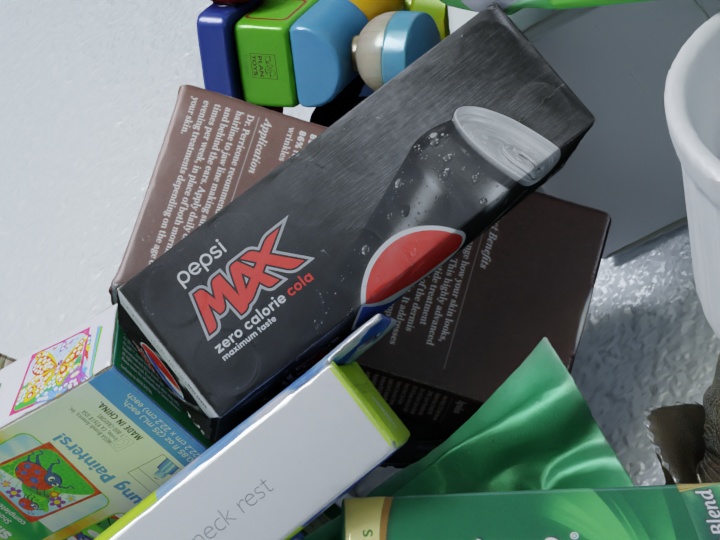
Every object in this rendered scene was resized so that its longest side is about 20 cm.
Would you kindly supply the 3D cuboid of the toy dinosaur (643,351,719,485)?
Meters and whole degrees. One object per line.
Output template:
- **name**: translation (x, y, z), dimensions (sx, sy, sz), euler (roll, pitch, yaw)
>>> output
- **toy dinosaur**: translation (0.181, 0.037, 0.805), dimensions (0.102, 0.077, 0.201), euler (26, 79, 41)

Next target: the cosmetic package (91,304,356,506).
- **cosmetic package**: translation (-0.088, 0.077, 1.060), dimensions (0.150, 0.052, 0.201), euler (-35, 37, 18)

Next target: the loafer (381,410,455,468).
- **loafer**: translation (-0.013, 0.048, 0.939), dimensions (0.199, 0.071, 0.068), euler (2, 39, 10)

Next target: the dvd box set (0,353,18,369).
- **dvd box set**: translation (-0.204, 0.147, 1.072), dimensions (0.146, 0.029, 0.201), euler (12, 78, 61)

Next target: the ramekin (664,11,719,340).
- **ramekin**: translation (0.215, -0.029, 0.755), dimensions (0.199, 0.098, 0.201), euler (-5, 35, 4)

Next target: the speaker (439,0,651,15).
- **speaker**: translation (0.120, -0.150, 0.803), dimensions (0.199, 0.089, 0.089), euler (-1, 53, 32)

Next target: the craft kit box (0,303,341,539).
- **craft kit box**: translation (-0.123, 0.127, 0.919), dimensions (0.197, 0.200, 0.049), euler (-29, 36, 20)

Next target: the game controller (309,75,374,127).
- **game controller**: translation (0.040, -0.104, 1.047), dimensions (0.103, 0.042, 0.200), euler (5, 26, 10)

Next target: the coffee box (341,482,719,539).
- **coffee box**: translation (0.092, 0.140, 0.719), dimensions (0.198, 0.044, 0.124), euler (-1, 58, 2)

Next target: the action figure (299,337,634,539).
- **action figure**: translation (0.018, 0.128, 0.798), dimensions (0.199, 0.055, 0.119), euler (-29, 63, 1)

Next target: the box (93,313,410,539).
- **box**: translation (-0.055, 0.096, 0.781), dimensions (0.200, 0.048, 0.122), euler (-38, -4, 1)

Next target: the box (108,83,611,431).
- **box**: translation (0.000, 0.000, 0.886), dimensions (0.075, 0.199, 0.101), euler (101, -173, -73)

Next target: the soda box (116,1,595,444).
- **soda box**: translation (-0.002, -0.019, 0.821), dimensions (0.200, 0.071, 0.063), euler (-39, -8, -13)

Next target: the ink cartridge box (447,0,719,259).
- **ink cartridge box**: translation (0.133, -0.140, 0.967), dimensions (0.144, 0.145, 0.201), euler (-27, 38, 22)

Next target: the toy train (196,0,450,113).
- **toy train**: translation (0.008, -0.137, 1.013), dimensions (0.115, 0.085, 0.200), euler (7, 30, 23)
